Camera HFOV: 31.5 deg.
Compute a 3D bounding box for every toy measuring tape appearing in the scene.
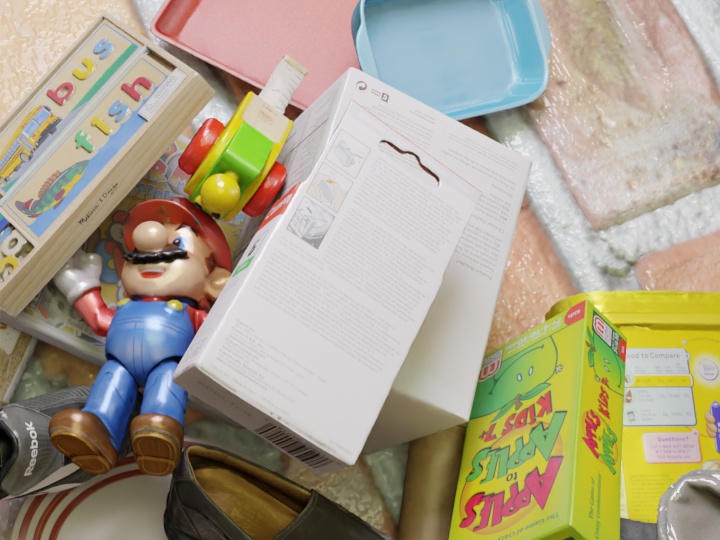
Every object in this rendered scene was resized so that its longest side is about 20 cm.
[{"bbox_3d":[-0.081,-0.087,0.889,0.073,0.074,0.200,20,32,-2],"label":"toy measuring tape"}]

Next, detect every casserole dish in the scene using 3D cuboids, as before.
[{"bbox_3d":[0.069,-0.179,1.021,0.200,0.039,0.121,-17,92,-34],"label":"casserole dish"}]

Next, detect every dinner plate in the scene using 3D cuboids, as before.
[{"bbox_3d":[-0.128,0.185,0.840,0.200,0.024,0.200,8,37,-6],"label":"dinner plate"}]

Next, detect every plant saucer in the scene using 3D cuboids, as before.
[{"bbox_3d":[-0.041,-0.217,1.049,0.200,0.037,0.200,26,66,1],"label":"plant saucer"}]

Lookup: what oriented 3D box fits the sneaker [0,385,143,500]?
[{"bbox_3d":[-0.210,0.112,0.803,0.200,0.090,0.067,-9,86,-37],"label":"sneaker"}]

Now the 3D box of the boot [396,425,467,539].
[{"bbox_3d":[0.030,0.199,0.872,0.175,0.066,0.200,24,65,-26],"label":"boot"}]

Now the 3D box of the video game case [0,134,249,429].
[{"bbox_3d":[-0.138,-0.008,0.916,0.200,0.023,0.182,28,64,-22],"label":"video game case"}]

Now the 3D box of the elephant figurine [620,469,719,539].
[{"bbox_3d":[0.224,0.197,0.802,0.200,0.142,0.155,-24,95,-3],"label":"elephant figurine"}]

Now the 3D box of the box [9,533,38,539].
[{"bbox_3d":[-0.162,0.263,0.833,0.200,0.035,0.110,26,66,0],"label":"box"}]

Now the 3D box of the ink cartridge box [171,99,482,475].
[{"bbox_3d":[-0.015,0.008,0.765,0.109,0.050,0.200,34,63,-13],"label":"ink cartridge box"}]

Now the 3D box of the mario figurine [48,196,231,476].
[{"bbox_3d":[-0.139,0.024,0.812,0.123,0.106,0.200,22,47,-16],"label":"mario figurine"}]

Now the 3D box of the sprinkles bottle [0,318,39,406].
[{"bbox_3d":[-0.263,0.060,0.877,0.068,0.068,0.200,20,66,-2],"label":"sprinkles bottle"}]

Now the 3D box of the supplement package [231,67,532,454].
[{"bbox_3d":[0.000,0.000,0.890,0.152,0.151,0.200,25,65,-18],"label":"supplement package"}]

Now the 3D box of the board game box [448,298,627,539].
[{"bbox_3d":[0.118,0.118,0.833,0.048,0.102,0.200,43,36,-21],"label":"board game box"}]

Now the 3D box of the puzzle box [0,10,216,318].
[{"bbox_3d":[-0.203,-0.078,0.863,0.200,0.025,0.133,-49,48,-6],"label":"puzzle box"}]

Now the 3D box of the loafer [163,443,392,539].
[{"bbox_3d":[-0.036,0.171,0.796,0.200,0.072,0.073,19,46,13],"label":"loafer"}]

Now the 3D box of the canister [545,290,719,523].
[{"bbox_3d":[0.218,0.123,0.936,0.148,0.087,0.200,1,70,-9],"label":"canister"}]
